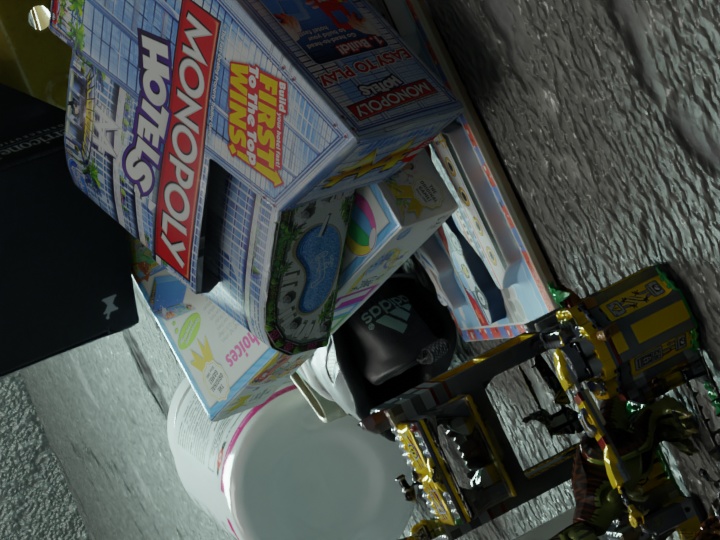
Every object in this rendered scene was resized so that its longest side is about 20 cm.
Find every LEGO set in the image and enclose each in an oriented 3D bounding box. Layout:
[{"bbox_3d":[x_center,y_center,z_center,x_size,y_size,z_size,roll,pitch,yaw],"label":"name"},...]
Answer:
[{"bbox_3d":[0.081,0.100,0.942,0.200,0.116,0.154,66,167,-11],"label":"LEGO set"}]

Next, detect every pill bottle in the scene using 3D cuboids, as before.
[{"bbox_3d":[-0.048,0.108,1.486,0.113,0.113,0.200,67,167,-14],"label":"pill bottle"}]

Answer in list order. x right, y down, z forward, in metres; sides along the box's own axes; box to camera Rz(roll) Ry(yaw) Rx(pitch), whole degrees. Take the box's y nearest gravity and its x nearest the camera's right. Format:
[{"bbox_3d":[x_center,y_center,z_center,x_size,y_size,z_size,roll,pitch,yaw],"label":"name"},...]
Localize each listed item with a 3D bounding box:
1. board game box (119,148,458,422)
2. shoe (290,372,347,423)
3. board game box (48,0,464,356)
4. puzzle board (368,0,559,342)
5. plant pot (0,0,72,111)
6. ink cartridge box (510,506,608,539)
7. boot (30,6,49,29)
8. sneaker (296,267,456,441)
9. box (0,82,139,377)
[{"bbox_3d":[-0.047,-0.033,1.135,0.135,0.034,0.200,61,142,13],"label":"board game box"},{"bbox_3d":[-0.062,-0.001,1.355,0.200,0.053,0.070,46,170,9],"label":"shoe"},{"bbox_3d":[-0.051,-0.066,1.047,0.200,0.062,0.200,39,133,36],"label":"board game box"},{"bbox_3d":[0.023,-0.060,1.096,0.200,0.017,0.151,64,167,-3],"label":"puzzle board"},{"bbox_3d":[-0.180,-0.148,1.376,0.200,0.194,0.196,7,123,61],"label":"plant pot"},{"bbox_3d":[0.089,0.226,1.093,0.200,0.146,0.084,57,165,30],"label":"ink cartridge box"},{"bbox_3d":[-0.203,-0.160,1.714,0.175,0.066,0.200,42,159,29],"label":"boot"},{"bbox_3d":[0.000,0.000,1.188,0.140,0.078,0.200,44,160,53],"label":"sneaker"},{"bbox_3d":[-0.228,-0.023,1.223,0.200,0.148,0.107,24,128,47],"label":"box"}]
